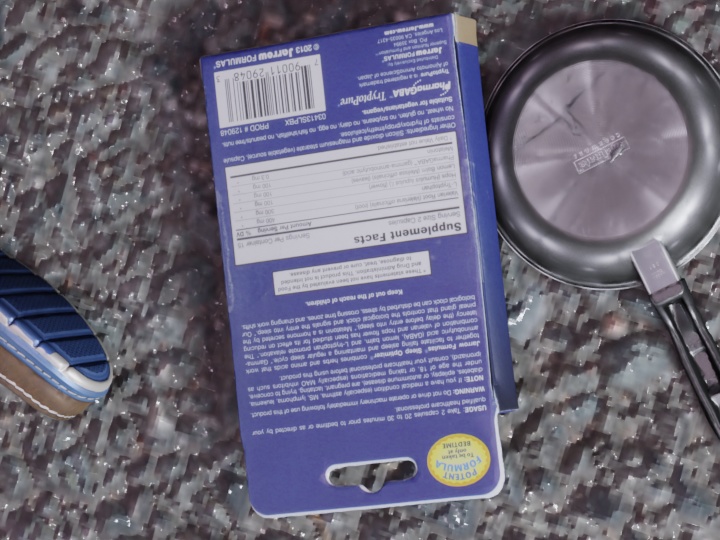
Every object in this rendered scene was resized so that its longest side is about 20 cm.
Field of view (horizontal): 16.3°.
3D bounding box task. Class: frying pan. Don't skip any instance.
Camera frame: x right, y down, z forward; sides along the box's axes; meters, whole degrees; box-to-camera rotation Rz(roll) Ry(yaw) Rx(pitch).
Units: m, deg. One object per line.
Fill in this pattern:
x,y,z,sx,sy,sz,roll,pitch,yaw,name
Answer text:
0.105,-0.012,1.059,0.114,0.031,0.192,-3,85,14,frying pan

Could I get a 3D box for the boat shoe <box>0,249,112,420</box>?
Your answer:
-0.196,0.014,1.108,0.199,0.072,0.073,36,101,21,boat shoe

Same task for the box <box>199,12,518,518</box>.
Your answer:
0.000,0.000,1.070,0.120,0.032,0.202,-7,86,22,box
